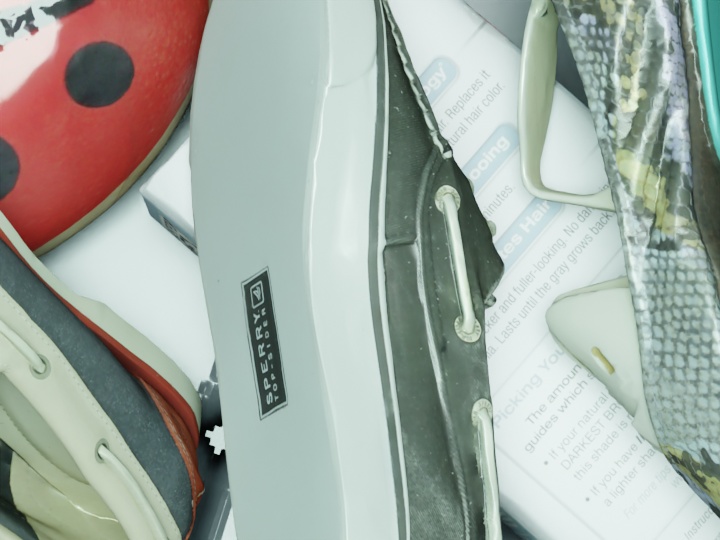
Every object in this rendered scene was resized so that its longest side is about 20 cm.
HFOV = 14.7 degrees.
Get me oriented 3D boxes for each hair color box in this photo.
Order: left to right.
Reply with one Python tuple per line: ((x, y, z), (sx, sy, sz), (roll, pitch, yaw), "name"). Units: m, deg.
((0.045, 0.009, 0.784), (0.200, 0.061, 0.099), (41, 86, 1), "hair color box")

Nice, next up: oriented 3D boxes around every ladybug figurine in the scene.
((-0.132, -0.056, 0.768), (0.200, 0.072, 0.136), (-24, 98, 2), "ladybug figurine")

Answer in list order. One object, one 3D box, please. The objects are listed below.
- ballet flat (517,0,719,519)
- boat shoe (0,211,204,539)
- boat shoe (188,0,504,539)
((0.079, -0.012, 0.732), (0.072, 0.072, 0.201), (-10, 85, -2), "ballet flat")
((-0.115, 0.021, 0.728), (0.071, 0.200, 0.063), (-24, 43, 31), "boat shoe")
((0.000, 0.000, 0.726), (0.064, 0.071, 0.200), (4, 76, -33), "boat shoe")
